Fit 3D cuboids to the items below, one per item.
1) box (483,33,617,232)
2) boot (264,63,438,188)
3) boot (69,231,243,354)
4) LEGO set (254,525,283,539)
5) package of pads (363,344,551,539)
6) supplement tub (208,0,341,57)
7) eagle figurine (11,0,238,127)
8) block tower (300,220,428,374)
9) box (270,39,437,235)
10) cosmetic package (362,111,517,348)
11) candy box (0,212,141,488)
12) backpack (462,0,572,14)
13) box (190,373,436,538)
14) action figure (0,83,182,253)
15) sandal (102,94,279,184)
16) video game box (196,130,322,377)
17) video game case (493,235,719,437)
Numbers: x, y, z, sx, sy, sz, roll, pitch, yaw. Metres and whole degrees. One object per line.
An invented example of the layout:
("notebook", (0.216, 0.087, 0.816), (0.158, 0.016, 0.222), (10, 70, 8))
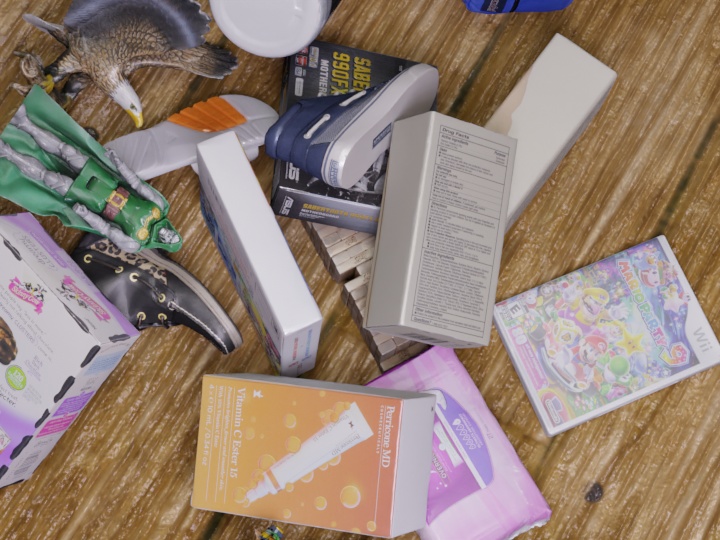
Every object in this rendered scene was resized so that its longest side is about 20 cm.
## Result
("box", (0.169, -0.132, 1.521), (0.078, 0.095, 0.200), (36, 73, 8))
("boot", (-0.005, -0.155, 1.436), (0.090, 0.073, 0.200), (24, 40, 21))
("boot", (-0.228, 0.052, 1.453), (0.200, 0.073, 0.151), (39, 74, 13))
("LEGO set", (-0.031, 0.283, 1.337), (0.154, 0.200, 0.116), (38, 66, 22))
("package of pads", (0.082, 0.182, 1.428), (0.120, 0.076, 0.201), (-29, 76, -11))
("supplement tub", (-0.068, -0.308, 1.508), (0.122, 0.123, 0.200), (21, 35, 4))
("eagle figurine", (-0.238, -0.219, 1.504), (0.199, 0.152, 0.151), (-30, 119, 4))
("block tower", (0.000, 0.000, 1.490), (0.054, 0.058, 0.201), (-26, 77, -10))
("box", (-0.004, -0.133, 1.492), (0.157, 0.048, 0.201), (11, 55, -10))
("cosmetic package", (0.074, -0.035, 1.391), (0.103, 0.073, 0.201), (15, 78, -29))
("candy box", (-0.327, 0.075, 1.385), (0.168, 0.071, 0.200), (46, 111, 14))
("backpack", (0.141, -0.357, 1.552), (0.199, 0.163, 0.169), (0, 76, -4))
("box", (-0.042, 0.165, 1.367), (0.199, 0.097, 0.125), (4, 89, 21))
("action figure", (-0.253, -0.078, 1.418), (0.200, 0.055, 0.118), (34, 73, -14))
("sandal", (-0.177, -0.118, 1.515), (0.206, 0.059, 0.079), (-20, 51, -19))
("video game box", (-0.097, -0.008, 1.422), (0.047, 0.182, 0.201), (-22, 76, -13))
("video game case", (0.248, 0.064, 1.504), (0.199, 0.018, 0.144), (-22, 75, -10))
